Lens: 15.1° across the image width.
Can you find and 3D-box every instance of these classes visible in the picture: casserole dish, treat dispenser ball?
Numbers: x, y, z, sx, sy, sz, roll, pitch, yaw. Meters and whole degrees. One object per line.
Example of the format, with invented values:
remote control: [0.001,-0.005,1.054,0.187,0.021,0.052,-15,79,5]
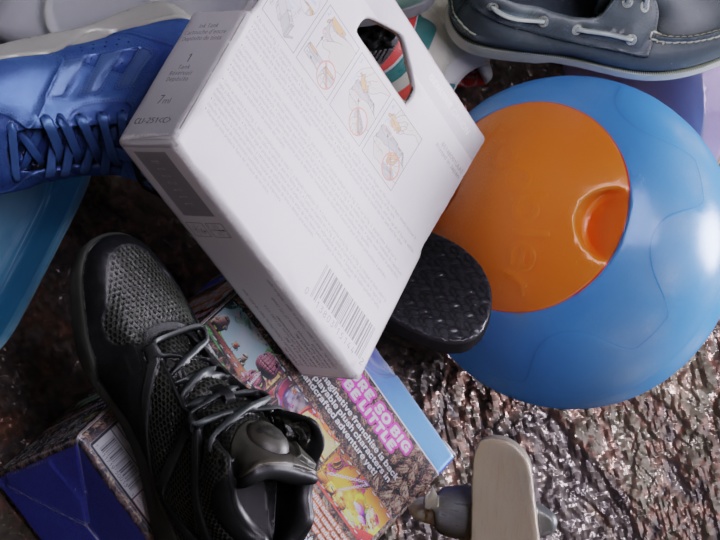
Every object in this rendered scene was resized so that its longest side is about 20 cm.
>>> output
casserole dish: [-0.224,-0.035,1.490,0.121,0.039,0.201,37,57,-22]
treat dispenser ball: [0.127,-0.017,1.642,0.200,0.201,0.202,13,68,-33]

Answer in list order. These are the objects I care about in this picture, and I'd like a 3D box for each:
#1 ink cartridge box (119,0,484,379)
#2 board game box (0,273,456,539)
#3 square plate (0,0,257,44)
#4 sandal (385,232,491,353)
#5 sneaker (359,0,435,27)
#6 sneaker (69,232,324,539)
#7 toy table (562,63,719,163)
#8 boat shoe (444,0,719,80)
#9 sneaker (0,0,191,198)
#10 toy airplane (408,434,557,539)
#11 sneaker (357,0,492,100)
ink cartridge box: [-0.026,-0.070,1.470,0.200,0.045,0.177,54,53,-38]
board game box: [-0.073,0.109,1.517,0.200,0.097,0.160,-42,102,-38]
square plate: [-0.088,-0.168,1.544,0.199,0.198,0.028,27,21,-22]
sandal: [0.000,0.000,1.581,0.075,0.200,0.045,-31,135,-35]
sneaker: [-0.042,-0.186,1.599,0.200,0.118,0.074,-20,58,-18]
sneaker: [-0.078,0.065,1.394,0.076,0.114,0.200,-15,82,-40]
toy table: [0.222,-0.136,1.778,0.117,0.184,0.201,2,58,-30]
boat shoe: [0.153,-0.163,1.661,0.199,0.062,0.073,1,62,-5]
sneaker: [-0.140,-0.075,1.457,0.200,0.111,0.077,-25,135,-35]
toy airplane: [0.074,0.223,1.557,0.199,0.141,0.200,44,86,-13]
sneaker: [0.054,-0.168,1.734,0.093,0.070,0.200,53,48,-32]
